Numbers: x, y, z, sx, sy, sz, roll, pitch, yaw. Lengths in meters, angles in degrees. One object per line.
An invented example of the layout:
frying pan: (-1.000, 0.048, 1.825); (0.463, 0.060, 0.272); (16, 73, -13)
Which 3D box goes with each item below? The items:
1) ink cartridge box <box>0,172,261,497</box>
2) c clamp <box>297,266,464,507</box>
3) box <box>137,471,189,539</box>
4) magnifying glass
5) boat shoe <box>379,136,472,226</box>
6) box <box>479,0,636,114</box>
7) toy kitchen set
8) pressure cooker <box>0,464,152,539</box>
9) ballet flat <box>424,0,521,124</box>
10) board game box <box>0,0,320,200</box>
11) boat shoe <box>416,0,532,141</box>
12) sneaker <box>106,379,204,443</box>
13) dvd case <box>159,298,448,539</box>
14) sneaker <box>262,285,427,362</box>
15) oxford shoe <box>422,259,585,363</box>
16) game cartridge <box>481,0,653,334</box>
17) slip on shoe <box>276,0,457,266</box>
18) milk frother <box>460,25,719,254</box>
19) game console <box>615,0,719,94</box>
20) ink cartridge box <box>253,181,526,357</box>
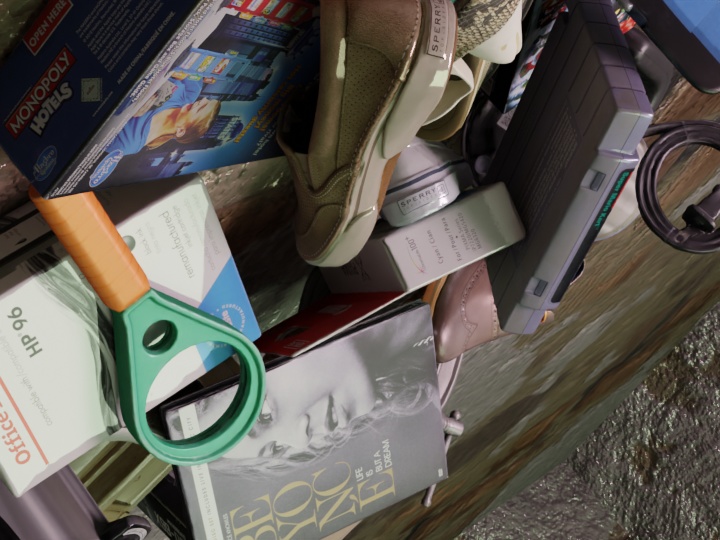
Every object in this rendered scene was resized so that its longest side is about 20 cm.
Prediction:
ink cartridge box: (-0.162, 0.033, 0.680); (0.200, 0.068, 0.116); (-34, 131, -19)
c clamp: (0.020, 0.082, 1.069); (0.200, 0.027, 0.171); (30, 76, -32)
box: (-0.076, 0.173, 1.122); (0.200, 0.158, 0.050); (-29, 135, -29)
magnifying glass: (-0.107, 0.027, 0.659); (0.080, 0.022, 0.200); (-40, 131, -15)
boat shoe: (0.036, -0.076, 0.891); (0.073, 0.067, 0.200); (-23, -175, 1)
box: (0.149, -0.201, 0.869); (0.137, 0.040, 0.200); (-36, 162, -17)
toy kitchen set: (-0.139, 0.174, 0.957); (0.200, 0.180, 0.163); (-44, 162, -1)
pressure cooker: (-0.227, 0.188, 0.778); (0.178, 0.200, 0.176); (-20, 154, -47)
ballet flat: (0.039, -0.124, 0.712); (0.075, 0.068, 0.200); (29, 138, -26)
board game box: (-0.047, -0.121, 0.625); (0.200, 0.062, 0.200); (-47, 163, 19)
boat shoe: (0.065, -0.169, 0.745); (0.065, 0.073, 0.200); (-57, 174, -50)
sneaker: (-0.180, 0.070, 0.812); (0.200, 0.084, 0.073); (45, 51, -55)
dvd case: (-0.030, 0.118, 0.887); (0.200, 0.016, 0.149); (-21, 121, -24)
sneaker: (0.005, 0.073, 0.994); (0.200, 0.076, 0.088); (-28, 131, -35)
oxford shoe: (0.106, 0.017, 0.987); (0.200, 0.073, 0.071); (-38, 135, -48)
game cartridge: (0.127, -0.066, 0.852); (0.038, 0.130, 0.200); (3, 137, -18)
slip on shoe: (-0.013, -0.066, 0.640); (0.060, 0.076, 0.200); (9, 155, -13)
milk frother: (0.206, -0.072, 1.026); (0.180, 0.200, 0.188); (-37, 164, 15)
game console: (0.219, -0.233, 0.732); (0.200, 0.118, 0.171); (-49, 160, -14)
ink cartridge box: (0.000, 0.000, 0.915); (0.176, 0.045, 0.200); (-26, -175, -15)
